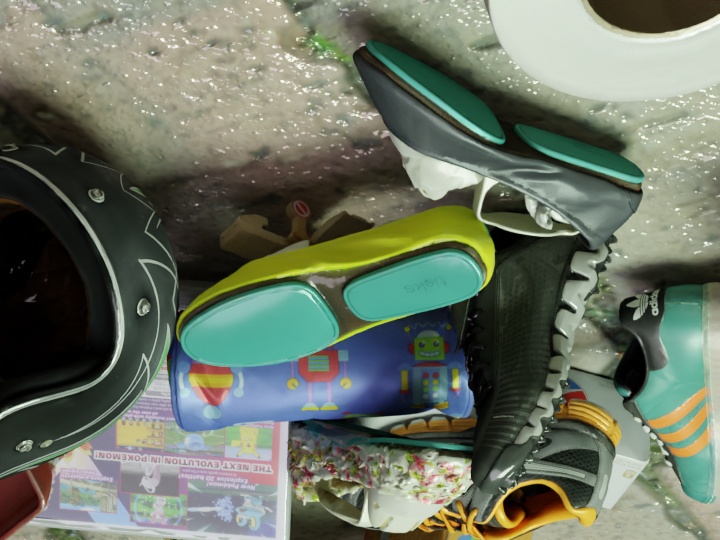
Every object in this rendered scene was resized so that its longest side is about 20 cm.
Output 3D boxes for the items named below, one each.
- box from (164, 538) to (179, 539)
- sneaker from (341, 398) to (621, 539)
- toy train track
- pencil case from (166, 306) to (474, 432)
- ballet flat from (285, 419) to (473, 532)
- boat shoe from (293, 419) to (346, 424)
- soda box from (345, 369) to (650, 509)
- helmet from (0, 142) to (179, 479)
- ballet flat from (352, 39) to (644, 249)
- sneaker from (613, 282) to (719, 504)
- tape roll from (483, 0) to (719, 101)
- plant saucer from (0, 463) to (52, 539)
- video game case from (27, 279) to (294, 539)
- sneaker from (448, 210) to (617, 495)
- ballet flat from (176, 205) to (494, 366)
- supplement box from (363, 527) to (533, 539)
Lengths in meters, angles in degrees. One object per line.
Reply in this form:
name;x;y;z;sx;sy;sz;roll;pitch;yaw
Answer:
box;-0.075;0.216;1.479;0.200;0.038;0.137;38;164;-20
sneaker;0.074;0.142;1.311;0.200;0.077;0.078;-18;137;28
toy train track;0.000;0.000;1.284;0.200;0.033;0.115;22;136;-29
pencil case;-0.026;0.060;1.267;0.200;0.078;0.087;-3;170;-2
ballet flat;0.015;0.131;1.260;0.076;0.064;0.200;10;176;-26
boat shoe;-0.099;0.115;1.388;0.200;0.070;0.066;11;105;-2
soda box;0.094;0.099;1.366;0.200;0.064;0.068;15;141;-12
helmet;-0.203;0.020;1.207;0.200;0.191;0.200;46;163;18
ballet flat;0.072;-0.063;1.155;0.200;0.073;0.073;23;139;-23
sneaker;0.209;0.081;1.328;0.080;0.071;0.200;1;135;11
tape roll;0.157;-0.166;1.005;0.202;0.037;0.203;-10;142;-8
plant saucer;-0.295;0.107;1.369;0.037;0.200;0.200;-21;167;-47
video game case;-0.143;0.092;1.344;0.200;0.023;0.183;4;108;4
sneaker;0.085;0.043;1.203;0.090;0.200;0.067;22;147;1
ballet flat;-0.014;0.006;1.201;0.200;0.067;0.067;-16;128;16
supplement box;0.056;0.214;1.457;0.066;0.069;0.200;17;162;-13
